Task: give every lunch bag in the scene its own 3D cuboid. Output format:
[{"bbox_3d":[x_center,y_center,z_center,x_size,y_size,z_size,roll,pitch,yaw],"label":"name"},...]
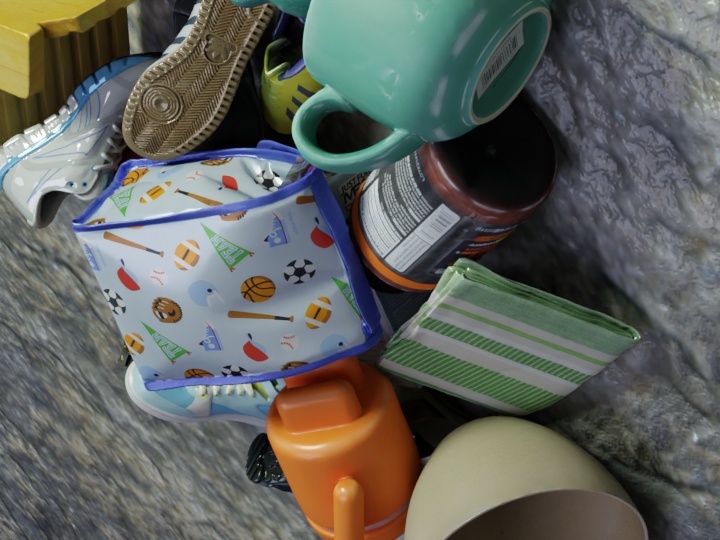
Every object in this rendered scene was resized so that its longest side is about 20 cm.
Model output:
[{"bbox_3d":[-0.093,-0.006,1.179,0.200,0.124,0.170,-5,124,26],"label":"lunch bag"}]

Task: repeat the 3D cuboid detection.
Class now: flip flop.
[{"bbox_3d":[0.050,0.146,1.377,0.200,0.058,0.081,33,143,27],"label":"flip flop"}]

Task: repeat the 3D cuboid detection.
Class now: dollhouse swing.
[{"bbox_3d":[-0.227,-0.184,1.263,0.182,0.200,0.176,24,138,36],"label":"dollhouse swing"}]

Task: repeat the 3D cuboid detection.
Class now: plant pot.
[{"bbox_3d":[0.120,0.200,1.249,0.135,0.200,0.201,-110,13,-46],"label":"plant pot"}]

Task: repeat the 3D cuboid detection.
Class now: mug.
[{"bbox_3d":[0.048,-0.148,0.989,0.114,0.152,0.185,35,126,20],"label":"mug"}]

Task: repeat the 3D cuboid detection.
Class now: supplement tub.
[{"bbox_3d":[0.058,-0.050,1.129,0.107,0.107,0.200,50,149,3],"label":"supplement tub"}]

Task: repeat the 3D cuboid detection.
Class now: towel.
[{"bbox_3d":[0.108,0.059,1.182,0.152,0.023,0.200,21,152,-9],"label":"towel"}]

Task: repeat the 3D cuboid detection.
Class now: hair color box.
[{"bbox_3d":[0.000,0.000,1.293,0.099,0.061,0.200,3,124,51],"label":"hair color box"}]

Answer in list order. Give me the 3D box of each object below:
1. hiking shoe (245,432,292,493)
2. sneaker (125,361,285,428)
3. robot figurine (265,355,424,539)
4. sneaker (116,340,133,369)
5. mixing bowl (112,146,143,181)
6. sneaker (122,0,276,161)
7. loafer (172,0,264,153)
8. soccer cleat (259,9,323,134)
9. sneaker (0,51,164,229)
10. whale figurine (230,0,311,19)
[{"bbox_3d":[-0.016,0.197,1.516,0.200,0.075,0.087,4,165,35],"label":"hiking shoe"},{"bbox_3d":[-0.116,0.097,1.451,0.131,0.200,0.080,-37,53,51],"label":"sneaker"},{"bbox_3d":[-0.010,0.159,1.285,0.144,0.117,0.200,35,154,48],"label":"robot figurine"},{"bbox_3d":[-0.201,0.055,1.494,0.075,0.106,0.200,22,173,2],"label":"sneaker"},{"bbox_3d":[-0.168,-0.056,1.353,0.200,0.108,0.200,52,159,29],"label":"mixing bowl"},{"bbox_3d":[-0.115,-0.181,1.174,0.070,0.109,0.200,30,117,-14],"label":"sneaker"},{"bbox_3d":[-0.114,-0.136,1.248,0.072,0.073,0.200,-76,-15,-83],"label":"loafer"},{"bbox_3d":[-0.054,-0.165,1.174,0.065,0.084,0.200,46,149,8],"label":"soccer cleat"},{"bbox_3d":[-0.223,-0.107,1.284,0.200,0.075,0.087,-37,75,21],"label":"sneaker"},{"bbox_3d":[-0.063,-0.249,1.023,0.200,0.104,0.159,26,117,0],"label":"whale figurine"}]
